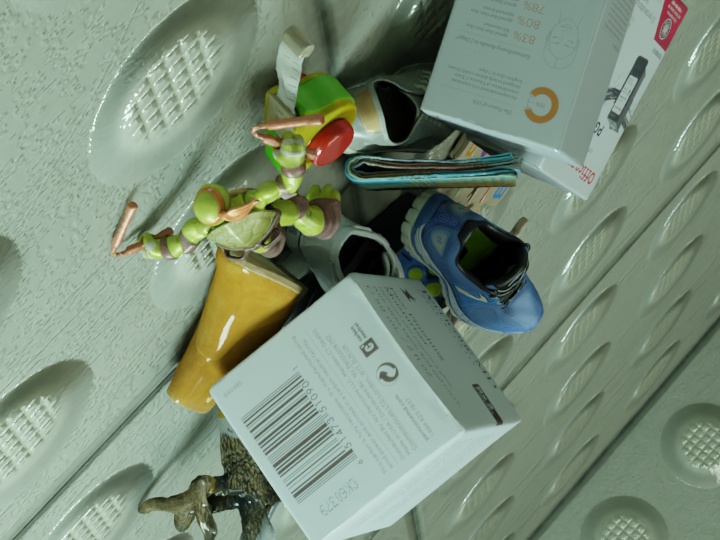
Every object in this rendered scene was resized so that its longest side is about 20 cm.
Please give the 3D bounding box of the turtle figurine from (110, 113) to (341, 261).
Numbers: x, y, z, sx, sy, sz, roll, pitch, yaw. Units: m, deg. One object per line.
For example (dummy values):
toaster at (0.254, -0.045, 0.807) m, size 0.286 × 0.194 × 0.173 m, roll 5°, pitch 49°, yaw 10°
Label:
turtle figurine at (-0.075, -0.045, 1.434) m, size 0.199 × 0.065 × 0.161 m, roll -34°, pitch 162°, yaw 21°

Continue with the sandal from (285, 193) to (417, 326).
sandal at (0.001, 0.001, 1.832) m, size 0.200 × 0.043 × 0.076 m, roll -44°, pitch 160°, yaw -23°

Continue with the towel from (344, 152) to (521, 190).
towel at (0.065, -0.083, 1.649) m, size 0.200 × 0.145 × 0.022 m, roll 1°, pitch 89°, yaw -86°

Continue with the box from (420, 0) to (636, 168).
box at (0.146, -0.201, 1.576) m, size 0.097 × 0.124 × 0.202 m, roll 17°, pitch 92°, yaw -71°

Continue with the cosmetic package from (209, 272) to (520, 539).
cosmetic package at (0.009, 0.117, 1.653) m, size 0.165 × 0.165 × 0.200 m, roll -39°, pitch 168°, yaw 14°

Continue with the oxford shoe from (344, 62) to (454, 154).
oxford shoe at (0.044, -0.137, 1.615) m, size 0.057 × 0.076 × 0.200 m, roll -19°, pitch 180°, yaw 35°

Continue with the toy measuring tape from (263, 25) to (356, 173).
toy measuring tape at (-0.034, -0.133, 1.438) m, size 0.074 × 0.073 × 0.200 m, roll -43°, pitch 165°, yaw -22°

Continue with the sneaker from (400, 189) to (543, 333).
sneaker at (0.116, 0.006, 1.743) m, size 0.079 × 0.089 × 0.200 m, roll -57°, pitch 137°, yaw -9°

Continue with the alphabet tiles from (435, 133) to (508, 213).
alphabet tiles at (0.128, -0.110, 1.975) m, size 0.196 × 0.015 × 0.200 m, roll -57°, pitch 161°, yaw 15°

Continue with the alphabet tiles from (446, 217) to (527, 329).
alphabet tiles at (0.103, 0.041, 1.906) m, size 0.200 × 0.015 × 0.196 m, roll -44°, pitch 167°, yaw -55°

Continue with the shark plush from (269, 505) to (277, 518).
shark plush at (-0.050, 0.186, 1.998) m, size 0.200 × 0.083 × 0.091 m, roll -48°, pitch 162°, yaw -10°

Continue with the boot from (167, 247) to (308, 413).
boot at (-0.113, 0.053, 1.614) m, size 0.144 × 0.071 × 0.201 m, roll -52°, pitch 166°, yaw 0°

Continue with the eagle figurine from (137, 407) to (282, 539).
eagle figurine at (-0.092, 0.173, 1.815) m, size 0.199 × 0.151 × 0.152 m, roll -29°, pitch 132°, yaw -39°

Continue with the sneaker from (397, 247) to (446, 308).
sneaker at (0.078, -0.003, 1.959) m, size 0.083 × 0.071 × 0.200 m, roll -43°, pitch 173°, yaw -29°

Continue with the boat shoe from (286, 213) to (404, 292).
boat shoe at (0.000, 0.000, 1.733) m, size 0.074 × 0.065 × 0.200 m, roll -58°, pitch 150°, yaw 0°

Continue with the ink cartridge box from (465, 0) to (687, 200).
ink cartridge box at (0.191, -0.175, 1.692) m, size 0.201 × 0.083 × 0.145 m, roll -63°, pitch 154°, yaw 3°
